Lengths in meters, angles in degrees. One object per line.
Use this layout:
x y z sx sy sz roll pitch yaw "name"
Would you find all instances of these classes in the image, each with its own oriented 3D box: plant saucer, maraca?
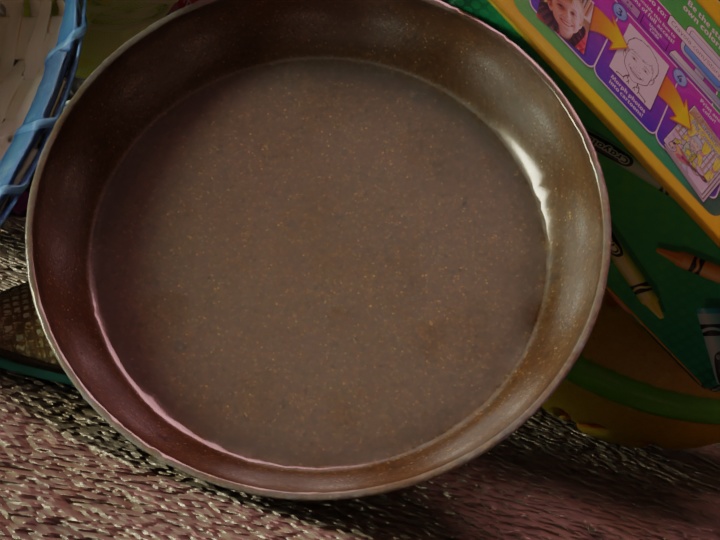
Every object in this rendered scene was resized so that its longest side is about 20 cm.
-0.014 -0.010 0.682 0.200 0.200 0.034 18 -25 10 "plant saucer"
0.104 0.016 0.878 0.200 0.107 0.137 16 26 -6 "maraca"

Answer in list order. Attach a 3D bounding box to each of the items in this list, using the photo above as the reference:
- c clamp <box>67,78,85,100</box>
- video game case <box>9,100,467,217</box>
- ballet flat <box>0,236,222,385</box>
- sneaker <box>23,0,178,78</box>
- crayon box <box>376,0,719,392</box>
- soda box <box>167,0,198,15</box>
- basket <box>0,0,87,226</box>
-0.059 -0.103 0.854 0.200 0.027 0.171 -11 5 19 "c clamp"
-0.042 -0.043 0.819 0.200 0.036 0.181 6 11 10 "video game case"
-0.045 0.019 0.731 0.200 0.065 0.071 12 16 -21 "ballet flat"
-0.088 -0.123 0.716 0.075 0.076 0.200 -13 -24 -21 "sneaker"
0.110 -0.064 0.785 0.200 0.058 0.119 45 44 -15 "crayon box"
-0.082 -0.162 1.027 0.063 0.070 0.200 -1 46 -27 "soda box"
-0.166 -0.071 0.661 0.139 0.176 0.200 31 -12 -19 "basket"
